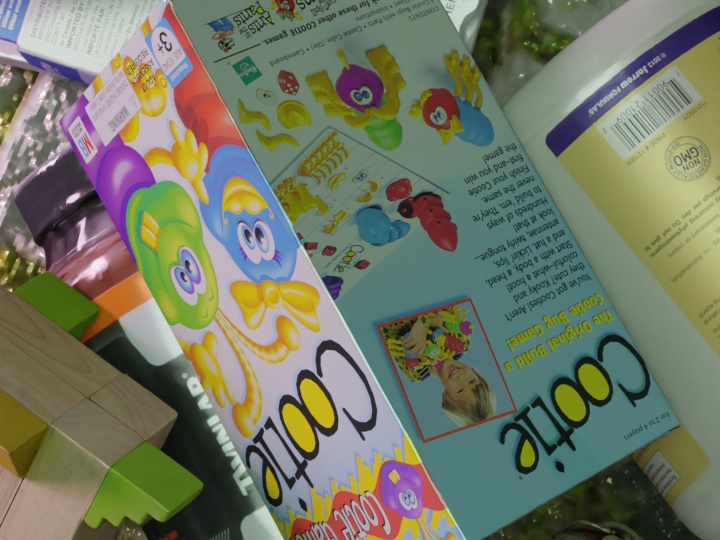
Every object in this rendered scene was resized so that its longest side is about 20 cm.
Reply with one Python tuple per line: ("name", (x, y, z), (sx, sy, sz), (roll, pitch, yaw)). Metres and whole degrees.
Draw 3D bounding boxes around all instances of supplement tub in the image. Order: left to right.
("supplement tub", (-0.053, 0.041, 0.917), (0.107, 0.107, 0.201), (-30, 85, -1))
("supplement tub", (0.141, 0.008, 0.884), (0.145, 0.145, 0.200), (-38, 78, -2))

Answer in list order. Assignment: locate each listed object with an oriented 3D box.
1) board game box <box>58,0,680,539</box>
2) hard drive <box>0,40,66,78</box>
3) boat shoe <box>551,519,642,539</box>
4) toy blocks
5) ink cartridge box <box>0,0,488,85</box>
("board game box", (0.000, 0.000, 0.837), (0.104, 0.103, 0.201), (-24, 82, -35))
("hard drive", (-0.074, -0.171, 0.977), (0.131, 0.027, 0.201), (12, 86, 3))
("boat shoe", (0.093, 0.129, 0.899), (0.199, 0.076, 0.072), (-13, 93, -23))
("toy blocks", (-0.161, 0.067, 0.866), (0.199, 0.100, 0.137), (35, 119, 10))
("ink cartridge box", (-0.049, -0.117, 0.938), (0.199, 0.042, 0.120), (18, 85, 0))
